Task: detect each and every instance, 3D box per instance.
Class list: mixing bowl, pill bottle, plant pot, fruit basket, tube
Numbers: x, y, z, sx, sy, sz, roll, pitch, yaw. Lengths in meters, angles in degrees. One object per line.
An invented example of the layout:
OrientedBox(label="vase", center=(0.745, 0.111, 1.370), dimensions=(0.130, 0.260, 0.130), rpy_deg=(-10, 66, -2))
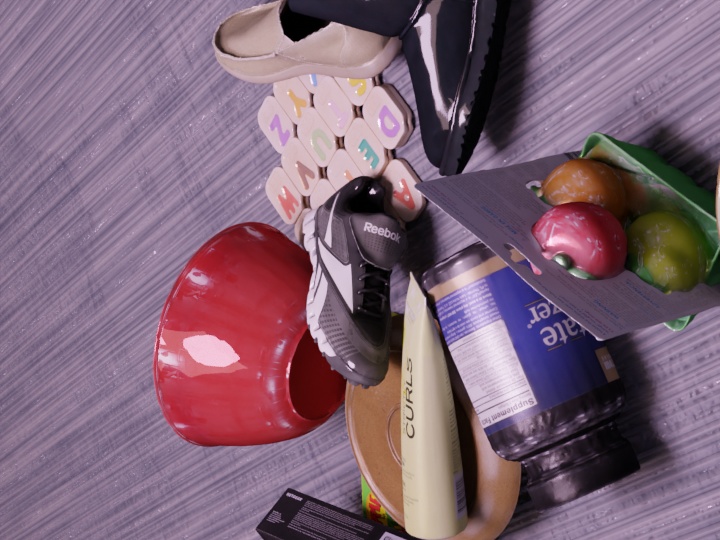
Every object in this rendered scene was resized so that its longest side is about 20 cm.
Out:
OrientedBox(label="mixing bowl", center=(-0.071, 0.067, 1.593), dimensions=(0.108, 0.199, 0.202), rpy_deg=(15, 116, 37))
OrientedBox(label="pill bottle", center=(0.132, 0.073, 1.405), dimensions=(0.112, 0.111, 0.202), rpy_deg=(-31, 80, 51))
OrientedBox(label="plant pot", center=(0.050, 0.136, 1.522), dimensions=(0.199, 0.027, 0.202), rpy_deg=(22, 120, 44))
OrientedBox(label="fruit basket", center=(0.160, -0.017, 1.265), dimensions=(0.185, 0.199, 0.094), rpy_deg=(40, 131, 33))
OrientedBox(label="tube", center=(0.051, 0.107, 1.449), dimensions=(0.058, 0.052, 0.202), rpy_deg=(10, 111, 41))

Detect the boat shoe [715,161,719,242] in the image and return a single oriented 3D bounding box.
OrientedBox(label="boat shoe", center=(0.276, -0.075, 1.204), dimensions=(0.066, 0.071, 0.203), rpy_deg=(17, 112, 52))

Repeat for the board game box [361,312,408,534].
OrientedBox(label="board game box", center=(0.048, 0.147, 1.588), dimensions=(0.101, 0.047, 0.202), rpy_deg=(18, 117, 46))

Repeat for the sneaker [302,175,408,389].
OrientedBox(label="sneaker", center=(0.000, 0.000, 1.510), dimensions=(0.091, 0.066, 0.201), rpy_deg=(-49, 34, 35))

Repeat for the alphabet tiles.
OrientedBox(label="alphabet tiles", center=(-0.021, -0.097, 1.605), dimensions=(0.196, 0.015, 0.200), rpy_deg=(55, 138, 21))

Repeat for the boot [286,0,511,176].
OrientedBox(label="boot", center=(0.024, -0.184, 1.413), dimensions=(0.167, 0.076, 0.202), rpy_deg=(16, 114, 13))

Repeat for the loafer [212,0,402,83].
OrientedBox(label="loafer", center=(-0.052, -0.202, 1.541), dimensions=(0.199, 0.076, 0.068), rpy_deg=(4, 143, 41))

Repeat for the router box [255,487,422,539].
OrientedBox(label="router box", center=(0.020, 0.279, 1.615), dimensions=(0.199, 0.052, 0.158), rpy_deg=(15, 145, 47))
